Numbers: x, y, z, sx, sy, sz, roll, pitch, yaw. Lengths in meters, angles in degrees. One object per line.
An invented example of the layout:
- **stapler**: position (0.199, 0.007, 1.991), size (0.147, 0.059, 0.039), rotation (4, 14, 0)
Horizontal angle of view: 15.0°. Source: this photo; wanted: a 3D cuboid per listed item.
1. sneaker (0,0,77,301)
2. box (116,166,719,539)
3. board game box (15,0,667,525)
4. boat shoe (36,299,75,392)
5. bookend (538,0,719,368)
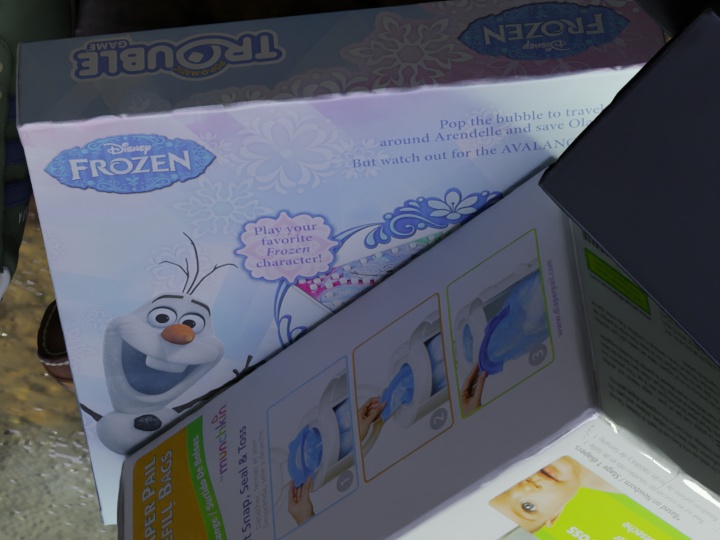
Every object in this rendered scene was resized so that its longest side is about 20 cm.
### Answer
- **sneaker**: position (-0.136, -0.036, 0.918), size (0.067, 0.090, 0.201), rotation (9, 142, -9)
- **box**: position (0.027, 0.078, 0.875), size (0.200, 0.102, 0.112), rotation (-34, 130, 28)
- **board game box**: position (0.000, 0.000, 0.896), size (0.199, 0.044, 0.200), rotation (-5, 138, 0)
- **boat shoe**: position (-0.047, -0.025, 0.952), size (0.200, 0.076, 0.072), rotation (-36, 127, 26)
- **bookend**: position (0.099, -0.075, 0.707), size (0.199, 0.200, 0.092), rotation (44, 134, 1)
